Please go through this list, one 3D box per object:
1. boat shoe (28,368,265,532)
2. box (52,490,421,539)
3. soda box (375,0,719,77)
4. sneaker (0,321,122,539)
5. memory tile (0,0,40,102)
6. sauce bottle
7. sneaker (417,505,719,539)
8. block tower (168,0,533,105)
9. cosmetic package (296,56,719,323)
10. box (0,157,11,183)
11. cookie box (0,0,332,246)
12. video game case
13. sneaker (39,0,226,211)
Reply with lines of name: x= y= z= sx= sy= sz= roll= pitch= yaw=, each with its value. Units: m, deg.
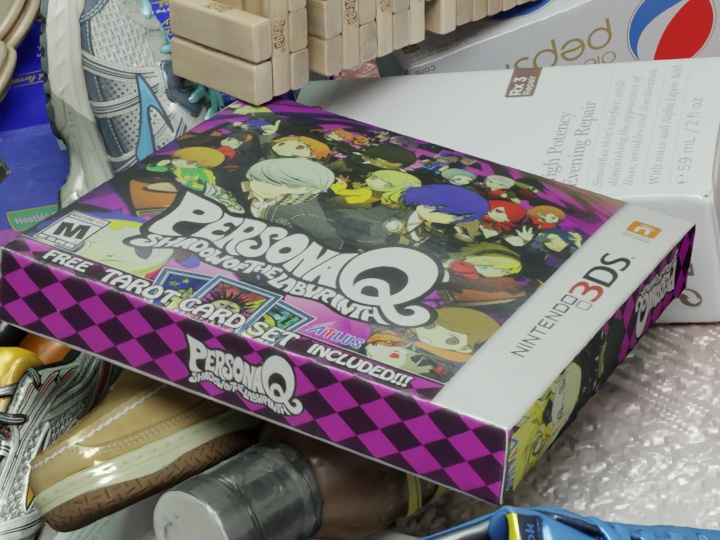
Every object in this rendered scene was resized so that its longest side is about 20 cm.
boat shoe: x=-0.066 y=0.035 z=0.764 sx=0.072 sy=0.076 sz=0.200 roll=-23 pitch=3 yaw=31
box: x=-0.045 y=0.147 z=0.708 sx=0.199 sy=0.036 sz=0.144 roll=10 pitch=45 yaw=31
soda box: x=0.109 y=-0.120 z=0.957 sx=0.199 sy=0.064 sz=0.068 roll=-21 pitch=37 yaw=-6
sneaker: x=-0.153 y=0.075 z=0.796 sx=0.078 sy=0.082 sz=0.200 roll=2 pitch=45 yaw=21
memory tile: x=-0.222 y=-0.075 z=0.981 sx=0.200 sy=0.017 sz=0.154 roll=-38 pitch=29 yaw=29
sauce bottle: x=0.009 y=0.060 z=0.731 sx=0.065 sy=0.065 sz=0.200 roll=19 pitch=34 yaw=37
sneaker: x=0.079 y=0.110 z=0.641 sx=0.199 sy=0.079 sz=0.066 roll=-4 pitch=49 yaw=-14
block tower: x=0.010 y=-0.131 z=0.869 sx=0.058 sy=0.054 sz=0.200 roll=24 pitch=37 yaw=38
cosmetic package: x=0.062 y=-0.033 z=0.861 sx=0.199 sy=0.074 sz=0.102 roll=-1 pitch=40 yaw=17
box: x=-0.251 y=-0.006 z=0.810 sx=0.200 sy=0.044 sz=0.160 roll=-40 pitch=24 yaw=-12
cookie box: x=-0.102 y=-0.109 z=1.010 sx=0.171 sy=0.075 sz=0.200 roll=-8 pitch=39 yaw=11
video game case: x=0.000 y=0.000 z=0.728 sx=0.199 sy=0.036 sz=0.181 roll=19 pitch=30 yaw=22
sneaker: x=-0.095 y=-0.074 z=0.882 sx=0.086 sy=0.201 sz=0.078 roll=-6 pitch=21 yaw=-5
